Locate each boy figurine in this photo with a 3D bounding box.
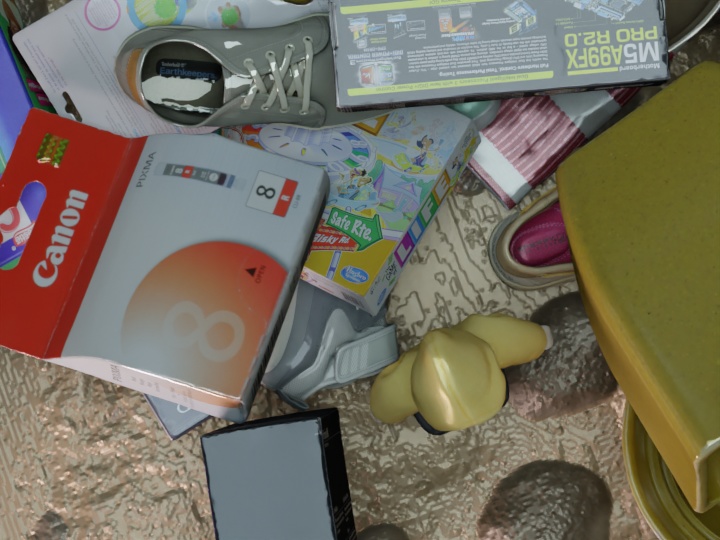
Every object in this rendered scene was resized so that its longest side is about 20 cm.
[{"bbox_3d":[0.064,0.064,1.473,0.124,0.200,0.065,-24,87,-2],"label":"boy figurine"}]

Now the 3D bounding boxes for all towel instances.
[{"bbox_3d":[0.122,-0.159,1.565,0.200,0.023,0.144,-44,88,1],"label":"towel"}]

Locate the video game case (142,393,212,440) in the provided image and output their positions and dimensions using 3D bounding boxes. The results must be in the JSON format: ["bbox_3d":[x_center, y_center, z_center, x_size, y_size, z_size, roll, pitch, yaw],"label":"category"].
[{"bbox_3d":[-0.117,-0.010,1.572,0.142,0.019,0.201,-32,88,1],"label":"video game case"}]

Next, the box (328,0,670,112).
[{"bbox_3d":[0.077,-0.182,1.400,0.199,0.044,0.161,-5,90,2],"label":"box"}]

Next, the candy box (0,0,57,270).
[{"bbox_3d":[-0.272,-0.061,1.540,0.168,0.077,0.201,-24,88,10],"label":"candy box"}]

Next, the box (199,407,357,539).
[{"bbox_3d":[-0.044,0.161,1.474,0.078,0.200,0.142,-6,88,2],"label":"box"}]

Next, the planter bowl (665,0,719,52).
[{"bbox_3d":[0.139,-0.218,1.487,0.199,0.135,0.202,0,91,2],"label":"planter bowl"}]

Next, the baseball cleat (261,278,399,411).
[{"bbox_3d":[0.000,0.000,1.540,0.106,0.070,0.200,39,79,-11],"label":"baseball cleat"}]

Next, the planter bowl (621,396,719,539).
[{"bbox_3d":[0.266,0.111,1.515,0.199,0.083,0.202,-1,79,5],"label":"planter bowl"}]

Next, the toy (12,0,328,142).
[{"bbox_3d":[-0.104,-0.150,1.499,0.199,0.047,0.116,-28,100,12],"label":"toy"}]

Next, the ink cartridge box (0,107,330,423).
[{"bbox_3d":[-0.136,-0.014,1.434,0.199,0.050,0.163,18,68,4],"label":"ink cartridge box"}]

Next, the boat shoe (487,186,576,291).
[{"bbox_3d":[0.178,-0.039,1.535,0.199,0.069,0.074,-25,88,1],"label":"boat shoe"}]

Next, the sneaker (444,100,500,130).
[{"bbox_3d":[0.022,-0.182,1.501,0.073,0.118,0.201,-28,77,5],"label":"sneaker"}]

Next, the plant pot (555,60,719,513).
[{"bbox_3d":[0.220,-0.004,1.409,0.194,0.196,0.200,-35,72,-2],"label":"plant pot"}]

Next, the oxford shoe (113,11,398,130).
[{"bbox_3d":[-0.052,-0.119,1.454,0.199,0.058,0.076,0,107,-4],"label":"oxford shoe"}]

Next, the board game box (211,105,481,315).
[{"bbox_3d":[-0.042,-0.074,1.509,0.199,0.034,0.135,26,76,23],"label":"board game box"}]
